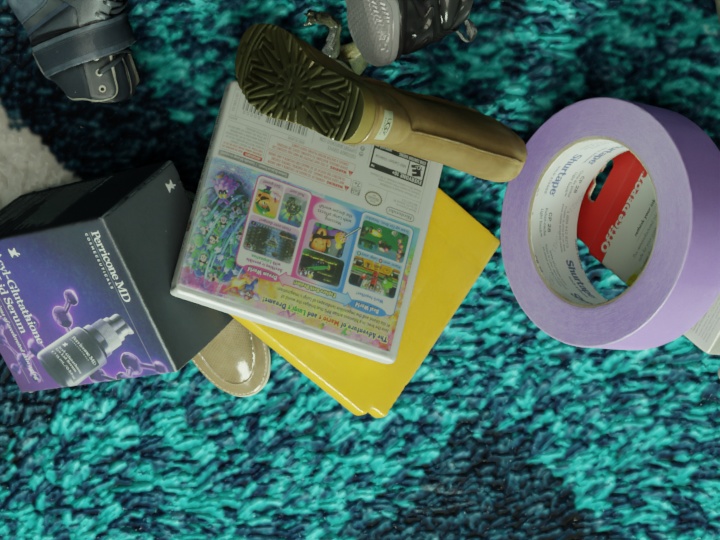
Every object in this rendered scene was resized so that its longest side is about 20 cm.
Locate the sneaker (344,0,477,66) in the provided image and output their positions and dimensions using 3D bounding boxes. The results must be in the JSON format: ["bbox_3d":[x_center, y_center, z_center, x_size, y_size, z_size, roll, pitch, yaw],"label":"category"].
[{"bbox_3d":[0.037,-0.271,1.424,0.112,0.075,0.203,-11,91,-17],"label":"sneaker"}]

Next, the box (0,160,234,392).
[{"bbox_3d":[-0.224,0.007,1.486,0.198,0.104,0.149,-10,113,38],"label":"box"}]

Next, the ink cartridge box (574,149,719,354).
[{"bbox_3d":[0.270,-0.031,1.469,0.067,0.200,0.117,6,119,-42],"label":"ink cartridge box"}]

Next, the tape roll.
[{"bbox_3d":[0.208,-0.037,1.438,0.065,0.200,0.202,6,119,-42],"label":"tape roll"}]

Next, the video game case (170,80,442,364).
[{"bbox_3d":[-0.041,-0.039,1.453,0.198,0.024,0.184,18,78,-18],"label":"video game case"}]

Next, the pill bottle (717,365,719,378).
[{"bbox_3d":[0.373,0.012,1.491,0.111,0.113,0.202,16,112,-3],"label":"pill bottle"}]

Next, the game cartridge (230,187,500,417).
[{"bbox_3d":[0.000,0.000,1.493,0.176,0.032,0.201,39,73,-12],"label":"game cartridge"}]

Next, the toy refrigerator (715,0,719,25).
[{"bbox_3d":[0.384,-0.247,1.412,0.198,0.070,0.077,-12,111,8],"label":"toy refrigerator"}]

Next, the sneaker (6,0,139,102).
[{"bbox_3d":[-0.189,-0.222,1.442,0.200,0.077,0.148,-20,98,21],"label":"sneaker"}]

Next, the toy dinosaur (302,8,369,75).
[{"bbox_3d":[-0.031,-0.173,1.478,0.200,0.048,0.088,-42,117,16],"label":"toy dinosaur"}]

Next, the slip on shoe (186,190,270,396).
[{"bbox_3d":[-0.136,0.028,1.553,0.075,0.061,0.202,-14,110,9],"label":"slip on shoe"}]

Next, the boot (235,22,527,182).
[{"bbox_3d":[0.015,-0.130,1.435,0.199,0.175,0.067,8,114,-48],"label":"boot"}]
